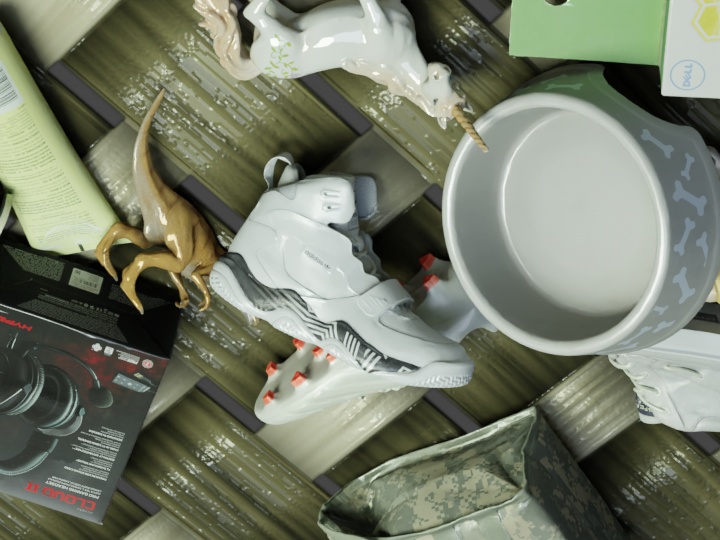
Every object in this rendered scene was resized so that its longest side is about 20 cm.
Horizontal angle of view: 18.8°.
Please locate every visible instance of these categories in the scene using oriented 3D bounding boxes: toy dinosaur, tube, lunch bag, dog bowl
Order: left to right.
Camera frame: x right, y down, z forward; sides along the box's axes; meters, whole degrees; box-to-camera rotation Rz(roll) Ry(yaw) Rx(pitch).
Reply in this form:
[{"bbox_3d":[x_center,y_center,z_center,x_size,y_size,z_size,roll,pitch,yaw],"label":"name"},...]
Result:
[{"bbox_3d":[-0.233,-0.085,1.527,0.058,0.052,0.200,25,149,44],"label":"tube"},{"bbox_3d":[-0.139,-0.033,1.552,0.106,0.060,0.200,-38,124,-6],"label":"toy dinosaur"},{"bbox_3d":[0.084,0.218,1.652,0.200,0.118,0.164,-23,119,26],"label":"lunch bag"},{"bbox_3d":[0.141,-0.035,1.447,0.200,0.059,0.201,11,109,35],"label":"dog bowl"}]

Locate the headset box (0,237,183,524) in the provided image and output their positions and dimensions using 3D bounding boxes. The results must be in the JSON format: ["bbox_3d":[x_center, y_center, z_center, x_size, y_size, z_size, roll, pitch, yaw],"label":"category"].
[{"bbox_3d":[-0.233,0.091,1.617,0.148,0.077,0.200,20,125,-9],"label":"headset box"}]

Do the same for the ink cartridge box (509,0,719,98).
[{"bbox_3d":[0.196,-0.182,1.374,0.199,0.048,0.146,2,124,2],"label":"ink cartridge box"}]

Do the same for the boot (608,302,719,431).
[{"bbox_3d":[0.208,0.068,1.561,0.199,0.074,0.096,11,117,-3],"label":"boot"}]

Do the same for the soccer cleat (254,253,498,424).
[{"bbox_3d":[0.010,0.066,1.588,0.200,0.069,0.078,-34,117,21],"label":"soccer cleat"}]

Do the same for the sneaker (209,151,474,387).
[{"bbox_3d":[0.000,0.000,1.504,0.199,0.075,0.115,25,101,15],"label":"sneaker"}]

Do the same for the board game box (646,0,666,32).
[{"bbox_3d":[0.304,-0.183,1.409,0.200,0.034,0.134,-35,113,25],"label":"board game box"}]

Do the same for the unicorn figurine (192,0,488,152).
[{"bbox_3d":[-0.007,-0.160,1.444,0.199,0.074,0.138,4,126,23],"label":"unicorn figurine"}]

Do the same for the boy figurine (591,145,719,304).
[{"bbox_3d":[0.256,-0.025,1.503,0.199,0.064,0.125,10,121,3],"label":"boy figurine"}]

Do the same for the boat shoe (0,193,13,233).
[{"bbox_3d":[-0.318,0.000,1.565,0.063,0.074,0.201,34,131,-21],"label":"boat shoe"}]
